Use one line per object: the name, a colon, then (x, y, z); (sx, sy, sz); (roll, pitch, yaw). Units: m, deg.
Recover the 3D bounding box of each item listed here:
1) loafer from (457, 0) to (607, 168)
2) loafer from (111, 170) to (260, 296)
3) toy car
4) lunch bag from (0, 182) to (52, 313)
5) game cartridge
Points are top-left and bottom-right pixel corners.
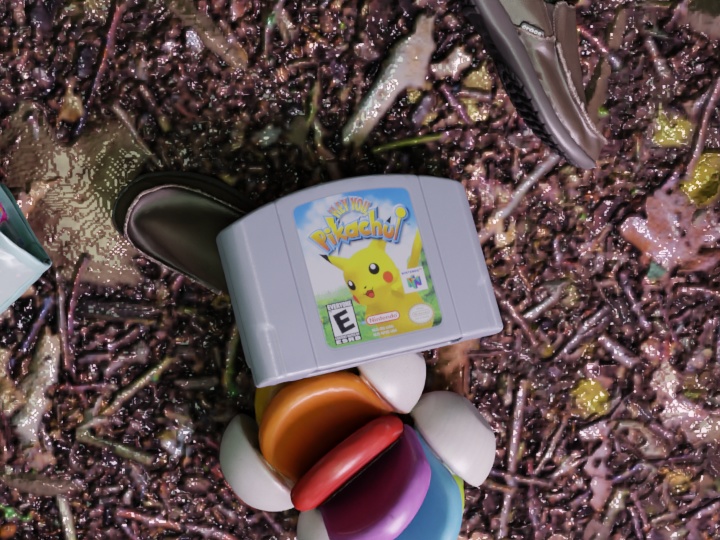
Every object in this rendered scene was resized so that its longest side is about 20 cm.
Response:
loafer: (0.131, -0.165, 1.203); (0.071, 0.073, 0.201); (-32, 110, -2)
loafer: (-0.087, -0.014, 1.233); (0.198, 0.071, 0.074); (21, 103, -11)
toy car: (0.002, 0.148, 1.248); (0.175, 0.150, 0.200); (-41, 106, 7)
lunch bag: (-0.337, -0.026, 1.181); (0.170, 0.122, 0.200); (-39, 100, 6)
game cartridge: (0.000, 0.000, 1.212); (0.198, 0.040, 0.135); (-12, 77, -24)
